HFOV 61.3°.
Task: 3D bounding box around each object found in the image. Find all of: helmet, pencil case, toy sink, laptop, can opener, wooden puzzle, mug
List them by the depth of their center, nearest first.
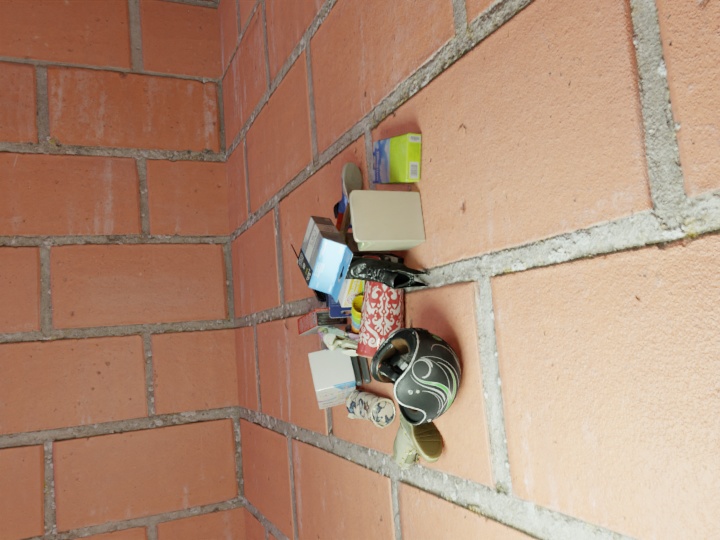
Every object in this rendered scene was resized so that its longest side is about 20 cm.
[{"bbox_3d":[0.137,0.244,1.394,0.199,0.190,0.201,-37,30,27],"label":"helmet"},{"bbox_3d":[0.049,-0.124,1.551,0.112,0.197,0.132,154,111,-63],"label":"toy sink"},{"bbox_3d":[0.048,0.126,1.660,0.177,0.132,0.203,9,97,63],"label":"mug"},{"bbox_3d":[-0.070,-0.076,1.724,0.201,0.037,0.187,-72,-2,-57],"label":"wooden puzzle"},{"bbox_3d":[0.028,0.405,1.775,0.199,0.077,0.091,-7,66,65],"label":"pencil case"},{"bbox_3d":[-0.006,0.260,1.900,0.067,0.053,0.203,63,-166,-68],"label":"can opener"},{"bbox_3d":[-0.121,0.010,1.948,0.178,0.198,0.104,60,138,46],"label":"laptop"}]

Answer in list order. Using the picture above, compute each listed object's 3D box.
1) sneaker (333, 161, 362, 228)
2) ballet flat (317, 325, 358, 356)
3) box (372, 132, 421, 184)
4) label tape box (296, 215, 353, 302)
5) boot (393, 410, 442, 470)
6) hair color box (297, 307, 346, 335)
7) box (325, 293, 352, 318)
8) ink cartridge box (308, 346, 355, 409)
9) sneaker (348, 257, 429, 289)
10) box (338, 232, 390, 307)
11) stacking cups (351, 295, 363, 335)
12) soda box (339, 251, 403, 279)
[{"bbox_3d":[-0.044,-0.229,1.897,0.111,0.076,0.203,-12,87,56],"label":"sneaker"},{"bbox_3d":[-0.051,0.218,1.828,0.071,0.197,0.070,-57,-29,-43],"label":"ballet flat"},{"bbox_3d":[0.094,-0.294,1.621,0.199,0.047,0.124,-168,78,-65],"label":"box"},{"bbox_3d":[-0.097,-0.033,1.564,0.200,0.062,0.146,-123,46,-55],"label":"label tape box"},{"bbox_3d":[0.140,0.451,1.542,0.200,0.071,0.157,-123,39,-57],"label":"boot"},{"bbox_3d":[-0.135,0.176,2.089,0.200,0.109,0.065,151,115,-62],"label":"hair color box"},{"bbox_3d":[-0.050,0.043,1.875,0.032,0.120,0.203,173,95,-66],"label":"box"},{"bbox_3d":[-0.086,0.343,1.916,0.201,0.127,0.127,88,168,-59],"label":"ink cartridge box"},{"bbox_3d":[0.069,0.010,1.544,0.104,0.197,0.061,-120,35,-73],"label":"sneaker"},{"bbox_3d":[0.000,0.000,1.773,0.102,0.111,0.202,-116,33,-47],"label":"box"},{"bbox_3d":[-0.004,0.144,1.806,0.201,0.060,0.061,100,158,-61],"label":"stacking cups"},{"bbox_3d":[0.014,-0.013,1.634,0.071,0.197,0.064,-153,67,-62],"label":"soda box"}]
